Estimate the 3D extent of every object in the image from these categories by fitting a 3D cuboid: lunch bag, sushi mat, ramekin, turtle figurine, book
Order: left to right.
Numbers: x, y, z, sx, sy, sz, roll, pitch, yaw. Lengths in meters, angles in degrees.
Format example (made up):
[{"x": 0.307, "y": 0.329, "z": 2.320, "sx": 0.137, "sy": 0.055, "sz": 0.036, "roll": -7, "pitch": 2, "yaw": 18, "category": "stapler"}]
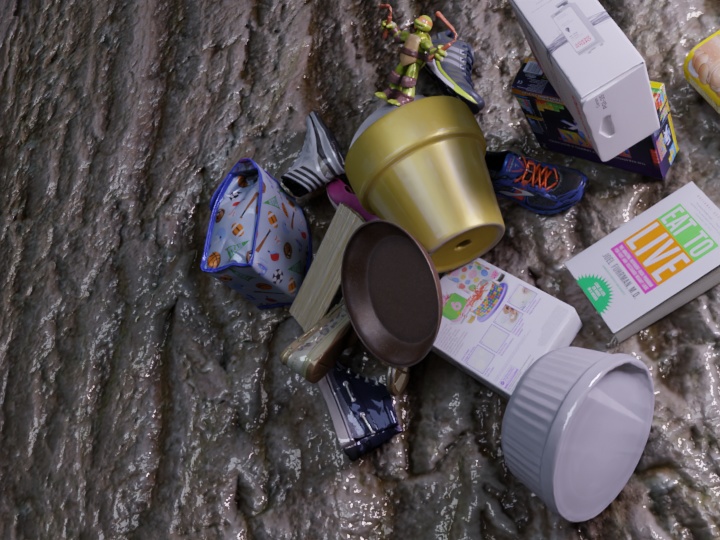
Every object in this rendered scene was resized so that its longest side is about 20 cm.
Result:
[{"x": -0.164, "y": -0.060, "z": 1.297, "sx": 0.123, "sy": 0.170, "sz": 0.201, "roll": -5, "pitch": 65, "yaw": 26, "category": "lunch bag"}, {"x": -0.051, "y": -0.002, "z": 1.220, "sx": 0.201, "sy": 0.012, "sz": 0.096, "roll": -64, "pitch": 34, "yaw": 11, "category": "sushi mat"}, {"x": 0.079, "y": -0.354, "z": 1.301, "sx": 0.200, "sy": 0.064, "sz": 0.162, "roll": 38, "pitch": 113, "yaw": 40, "category": "turtle figurine"}, {"x": 0.252, "y": 0.183, "z": 0.931, "sx": 0.094, "sy": 0.202, "sz": 0.203, "roll": 23, "pitch": 78, "yaw": 47, "category": "ramekin"}, {"x": 0.391, "y": -0.013, "z": 1.044, "sx": 0.200, "sy": 0.048, "sz": 0.134, "roll": -35, "pitch": 50, "yaw": 11, "category": "book"}]

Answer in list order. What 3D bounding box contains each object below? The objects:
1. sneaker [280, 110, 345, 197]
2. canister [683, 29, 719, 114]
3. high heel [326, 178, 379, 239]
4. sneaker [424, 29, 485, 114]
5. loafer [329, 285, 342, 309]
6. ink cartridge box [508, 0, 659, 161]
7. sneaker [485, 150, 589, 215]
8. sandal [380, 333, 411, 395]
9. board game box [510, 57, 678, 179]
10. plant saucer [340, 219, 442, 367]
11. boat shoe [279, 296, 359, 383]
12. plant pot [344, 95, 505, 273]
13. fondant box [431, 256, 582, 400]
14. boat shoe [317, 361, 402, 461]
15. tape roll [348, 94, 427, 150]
[{"x": -0.096, "y": -0.200, "z": 1.361, "sx": 0.115, "sy": 0.076, "sz": 0.201, "roll": -32, "pitch": 35, "yaw": 8, "category": "sneaker"}, {"x": 0.546, "y": -0.245, "z": 1.047, "sx": 0.148, "sy": 0.087, "sz": 0.200, "roll": -32, "pitch": 53, "yaw": 11, "category": "canister"}, {"x": 0.008, "y": -0.109, "z": 1.281, "sx": 0.096, "sy": 0.067, "sz": 0.200, "roll": -32, "pitch": 42, "yaw": 7, "category": "high heel"}, {"x": 0.160, "y": -0.340, "z": 1.321, "sx": 0.081, "sy": 0.074, "sz": 0.200, "roll": -33, "pitch": 56, "yaw": 7, "category": "sneaker"}, {"x": 0.000, "y": 0.000, "z": 1.234, "sx": 0.199, "sy": 0.070, "sz": 0.070, "roll": -28, "pitch": 57, "yaw": 15, "category": "loafer"}, {"x": 0.271, "y": -0.253, "z": 0.958, "sx": 0.083, "sy": 0.146, "sz": 0.201, "roll": -30, "pitch": 57, "yaw": 13, "category": "ink cartridge box"}, {"x": 0.238, "y": -0.136, "z": 1.166, "sx": 0.199, "sy": 0.078, "sz": 0.076, "roll": 11, "pitch": 72, "yaw": 33, "category": "sneaker"}, {"x": 0.044, "y": 0.093, "z": 1.157, "sx": 0.054, "sy": 0.080, "sz": 0.201, "roll": -7, "pitch": 56, "yaw": 14, "category": "sandal"}, {"x": 0.327, "y": -0.211, "z": 1.100, "sx": 0.200, "sy": 0.165, "sz": 0.057, "roll": 23, "pitch": 78, "yaw": 35, "category": "board game box"}, {"x": 0.047, "y": 0.029, "z": 1.061, "sx": 0.200, "sy": 0.037, "sz": 0.201, "roll": 20, "pitch": 116, "yaw": 49, "category": "plant saucer"}, {"x": -0.041, "y": 0.084, "z": 1.161, "sx": 0.062, "sy": 0.074, "sz": 0.200, "roll": 24, "pitch": 38, "yaw": 19, "category": "boat shoe"}, {"x": 0.104, "y": -0.107, "z": 1.104, "sx": 0.200, "sy": 0.201, "sz": 0.189, "roll": -30, "pitch": 69, "yaw": 12, "category": "plant pot"}, {"x": 0.184, "y": 0.078, "z": 1.100, "sx": 0.200, "sy": 0.058, "sz": 0.145, "roll": 31, "pitch": 82, "yaw": 36, "category": "fondant box"}, {"x": -0.007, "y": 0.175, "z": 1.159, "sx": 0.092, "sy": 0.075, "sz": 0.201, "roll": -24, "pitch": 57, "yaw": 0, "category": "boat shoe"}, {"x": 0.073, "y": -0.200, "z": 1.317, "sx": 0.202, "sy": 0.037, "sz": 0.204, "roll": -13, "pitch": 61, "yaw": 24, "category": "tape roll"}]
